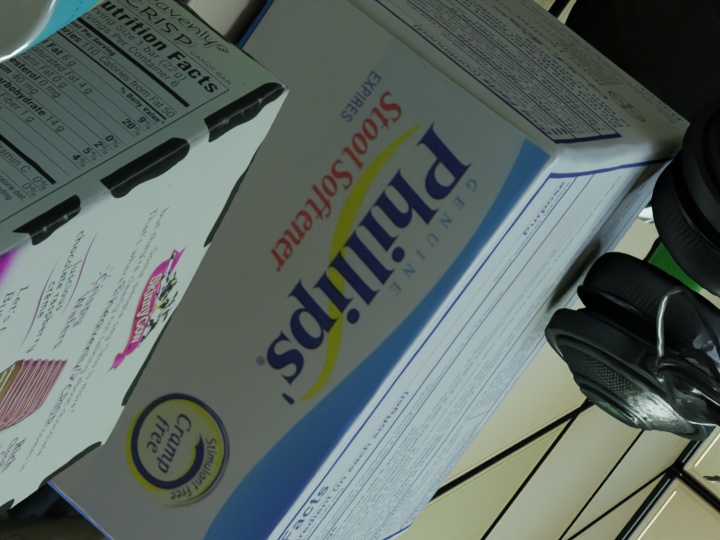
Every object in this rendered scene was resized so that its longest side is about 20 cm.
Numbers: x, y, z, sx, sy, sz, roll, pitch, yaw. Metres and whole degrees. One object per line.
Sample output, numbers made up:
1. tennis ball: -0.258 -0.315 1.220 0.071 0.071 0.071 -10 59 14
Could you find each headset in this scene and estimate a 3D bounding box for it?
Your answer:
1. headset: 0.123 0.011 0.977 0.124 0.094 0.200 -56 179 20

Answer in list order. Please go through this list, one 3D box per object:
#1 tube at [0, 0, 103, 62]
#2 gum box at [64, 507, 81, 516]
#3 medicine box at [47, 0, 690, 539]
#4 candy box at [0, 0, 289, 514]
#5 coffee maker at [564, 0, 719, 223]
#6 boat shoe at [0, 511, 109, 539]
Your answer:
1. tube: -0.042 -0.099 0.672 0.077 0.050 0.200 -49 176 32
2. gum box: -0.116 0.173 1.139 0.114 0.066 0.200 -46 168 -14
3. medicine box: 0.000 0.000 0.963 0.183 0.103 0.200 -54 167 14
4. candy box: -0.115 0.019 0.703 0.200 0.061 0.137 -34 159 -51
5. coffee maker: 0.167 -0.103 1.123 0.192 0.135 0.200 -46 177 -35
6. boat shoe: -0.107 0.112 0.991 0.200 0.068 0.075 -38 154 -43
